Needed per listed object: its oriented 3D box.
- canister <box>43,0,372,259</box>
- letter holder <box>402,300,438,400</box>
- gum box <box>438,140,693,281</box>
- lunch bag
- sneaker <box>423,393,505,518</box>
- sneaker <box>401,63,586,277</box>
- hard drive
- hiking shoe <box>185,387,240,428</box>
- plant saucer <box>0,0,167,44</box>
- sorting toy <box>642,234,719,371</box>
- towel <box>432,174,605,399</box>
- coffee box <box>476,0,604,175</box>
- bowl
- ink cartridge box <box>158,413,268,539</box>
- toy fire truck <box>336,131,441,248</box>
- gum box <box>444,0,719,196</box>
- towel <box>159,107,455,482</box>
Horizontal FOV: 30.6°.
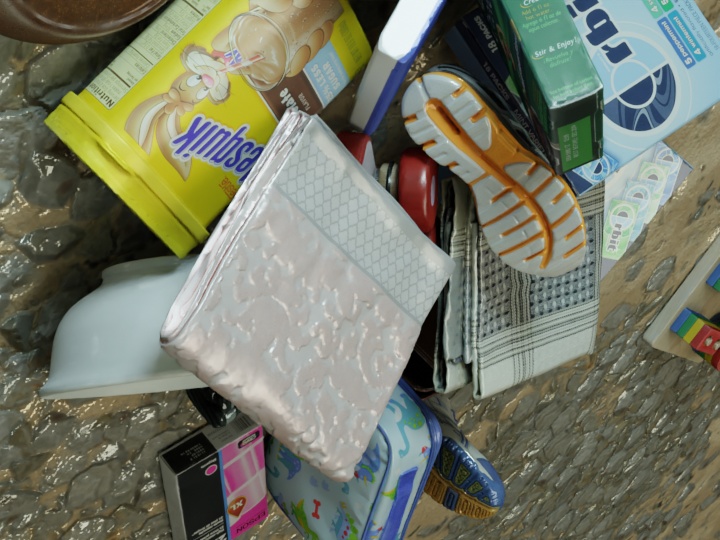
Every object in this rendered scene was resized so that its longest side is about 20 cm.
[{"bbox_3d":[-0.096,-0.123,0.890,0.200,0.087,0.149,-46,151,-5],"label":"canister"},{"bbox_3d":[0.111,0.057,1.271,0.199,0.142,0.101,-26,142,-31],"label":"letter holder"},{"bbox_3d":[0.172,-0.088,1.182,0.200,0.045,0.170,36,96,-21],"label":"gum box"},{"bbox_3d":[-0.010,0.177,1.242,0.082,0.161,0.201,-17,136,-38],"label":"lunch bag"},{"bbox_3d":[0.075,0.157,1.285,0.088,0.200,0.076,-23,143,-45],"label":"sneaker"},{"bbox_3d":[0.112,-0.082,1.020,0.078,0.200,0.077,-30,-162,23],"label":"sneaker"},{"bbox_3d":[0.039,-0.176,0.922,0.132,0.025,0.200,-62,-178,-9],"label":"hard drive"},{"bbox_3d":[-0.087,0.042,1.103,0.087,0.074,0.200,-25,152,-43],"label":"hiking shoe"},{"bbox_3d":[-0.154,-0.215,0.773,0.200,0.034,0.201,-30,145,-24],"label":"plant saucer"},{"bbox_3d":[0.501,0.046,1.784,0.200,0.070,0.198,-55,147,12],"label":"sorting toy"},{"bbox_3d":[0.142,0.002,1.119,0.199,0.034,0.194,-13,112,-39],"label":"towel"},{"bbox_3d":[0.121,-0.181,0.962,0.044,0.201,0.123,-21,160,3],"label":"coffee box"},{"bbox_3d":[-0.139,0.040,0.971,0.201,0.200,0.091,0,81,-49],"label":"bowl"},{"bbox_3d":[-0.137,0.219,1.259,0.094,0.037,0.201,-29,146,-26],"label":"ink cartridge box"},{"bbox_3d":[0.000,0.000,1.033,0.200,0.111,0.169,80,16,-53],"label":"toy fire truck"},{"bbox_3d":[0.197,-0.175,1.094,0.200,0.170,0.045,-33,180,-22],"label":"gum box"},{"bbox_3d":[-0.027,0.021,0.906,0.200,0.032,0.192,44,66,-39],"label":"towel"}]
